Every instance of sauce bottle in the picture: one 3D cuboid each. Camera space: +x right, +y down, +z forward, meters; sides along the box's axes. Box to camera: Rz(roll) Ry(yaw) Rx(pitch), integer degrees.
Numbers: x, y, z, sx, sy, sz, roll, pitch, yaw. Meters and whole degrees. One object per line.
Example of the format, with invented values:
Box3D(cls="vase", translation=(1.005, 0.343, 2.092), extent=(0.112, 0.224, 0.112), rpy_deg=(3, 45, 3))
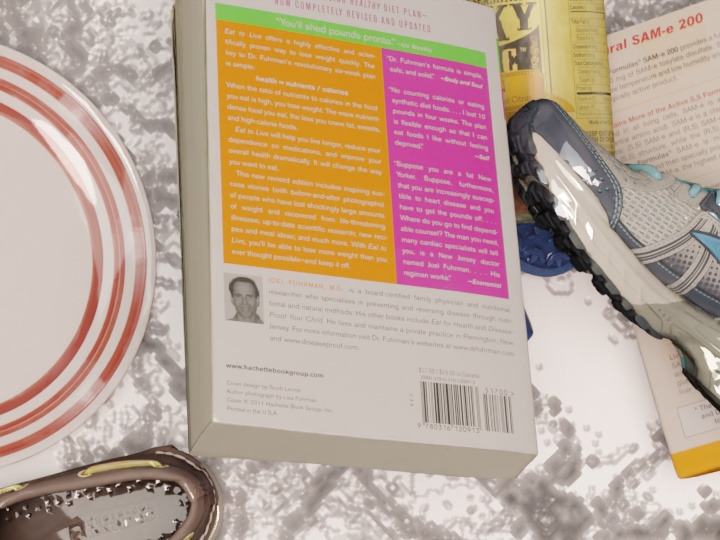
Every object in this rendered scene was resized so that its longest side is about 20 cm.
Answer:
Box3D(cls="sauce bottle", translation=(0.073, -0.120, 1.277), extent=(0.065, 0.065, 0.200), rpy_deg=(-5, 88, 3))

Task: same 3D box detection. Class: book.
Box3D(cls="book", translation=(-0.002, -0.021, 1.161), extent=(0.133, 0.048, 0.200), rpy_deg=(7, 62, -19))

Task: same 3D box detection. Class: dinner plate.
Box3D(cls="dinner plate", translation=(-0.190, -0.007, 1.340), extent=(0.200, 0.024, 0.200), rpy_deg=(4, 80, -21))

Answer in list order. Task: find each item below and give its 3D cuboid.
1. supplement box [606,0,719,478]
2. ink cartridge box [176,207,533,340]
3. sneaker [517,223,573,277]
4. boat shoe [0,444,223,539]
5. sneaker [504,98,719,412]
Box3D(cls="supplement box", translation=(0.178, -0.021, 1.307), extent=(0.126, 0.074, 0.200), rpy_deg=(-17, 84, 21))
Box3D(cls="ink cartridge box", translation=(0.000, 0.000, 1.266), extent=(0.136, 0.200, 0.076), rpy_deg=(43, 88, 6))
Box3D(cls="sneaker", translation=(0.040, -0.089, 1.345), extent=(0.070, 0.078, 0.200), rpy_deg=(-33, 105, -3))
Box3D(cls="boat shoe", translation=(-0.159, 0.131, 1.332), extent=(0.200, 0.060, 0.072), rpy_deg=(-19, 84, 1))
Box3D(cls="sneaker", translation=(0.142, -0.009, 1.222), extent=(0.086, 0.078, 0.200), rpy_deg=(-46, 107, 0))
